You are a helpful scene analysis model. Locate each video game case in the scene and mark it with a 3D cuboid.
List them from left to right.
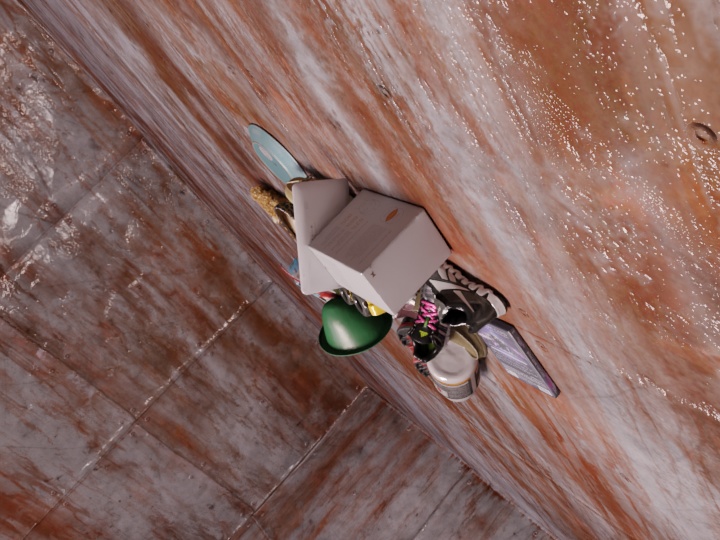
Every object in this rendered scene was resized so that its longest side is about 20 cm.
[{"bbox_3d":[0.286,0.155,1.349,0.200,0.019,0.143,52,167,-29],"label":"video game case"}]

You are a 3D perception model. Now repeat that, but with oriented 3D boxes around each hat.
[{"bbox_3d":[-0.048,0.068,1.518,0.166,0.198,0.177,-101,-9,-55],"label":"hat"}]

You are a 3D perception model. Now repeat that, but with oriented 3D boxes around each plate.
[{"bbox_3d":[-0.187,-0.243,1.580,0.200,0.026,0.200,43,170,9],"label":"plate"}]

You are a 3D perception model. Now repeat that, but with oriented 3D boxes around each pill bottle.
[{"bbox_3d":[0.217,0.229,1.621,0.116,0.116,0.200,39,167,25],"label":"pill bottle"}]

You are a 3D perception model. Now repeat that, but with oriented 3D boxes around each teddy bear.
[{"bbox_3d":[-0.237,-0.172,1.918,0.200,0.067,0.145,37,169,37],"label":"teddy bear"}]

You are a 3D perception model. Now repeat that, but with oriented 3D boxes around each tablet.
[{"bbox_3d":[-0.063,-0.064,1.295,0.014,0.129,0.202,5,103,49],"label":"tablet"}]

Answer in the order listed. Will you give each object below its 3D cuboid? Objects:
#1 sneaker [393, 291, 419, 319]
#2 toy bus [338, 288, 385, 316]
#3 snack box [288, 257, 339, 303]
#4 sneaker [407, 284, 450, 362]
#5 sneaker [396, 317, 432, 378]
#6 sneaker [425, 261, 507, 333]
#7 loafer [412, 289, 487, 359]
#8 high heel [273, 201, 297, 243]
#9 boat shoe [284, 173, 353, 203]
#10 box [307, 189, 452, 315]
[{"bbox_3d":[0.129,0.098,1.574,0.115,0.076,0.200,35,171,5],"label":"sneaker"},{"bbox_3d":[0.008,-0.025,1.445,0.193,0.135,0.200,63,165,-22],"label":"toy bus"},{"bbox_3d":[-0.077,0.049,1.703,0.199,0.037,0.116,33,-172,-24],"label":"snack box"},{"bbox_3d":[0.135,0.098,1.355,0.073,0.087,0.201,20,130,23],"label":"sneaker"},{"bbox_3d":[0.153,0.177,1.720,0.070,0.098,0.201,-11,129,27],"label":"sneaker"},{"bbox_3d":[0.154,0.046,1.224,0.200,0.090,0.067,33,159,43],"label":"sneaker"},{"bbox_3d":[0.181,0.117,1.460,0.200,0.067,0.076,46,169,-6],"label":"loafer"},{"bbox_3d":[-0.139,-0.070,1.682,0.142,0.071,0.201,17,-135,-53],"label":"high heel"},{"bbox_3d":[-0.083,-0.158,1.420,0.199,0.073,0.063,21,151,38],"label":"boat shoe"},{"bbox_3d":[0.030,-0.037,1.218,0.107,0.152,0.200,51,167,-32],"label":"box"}]
